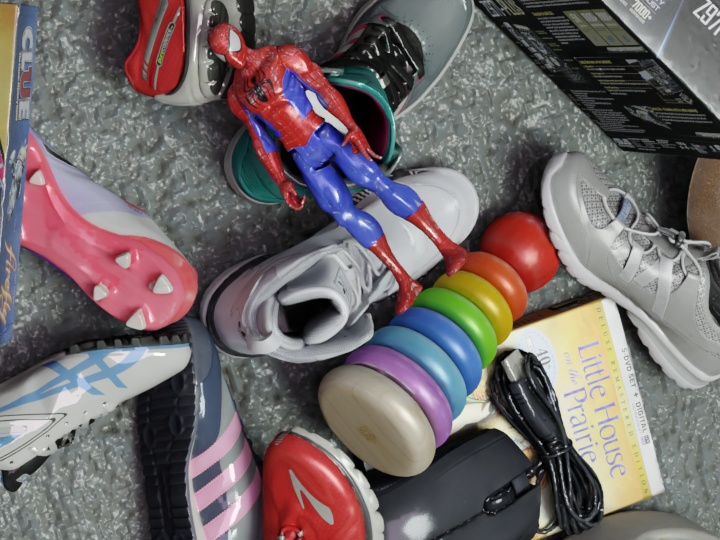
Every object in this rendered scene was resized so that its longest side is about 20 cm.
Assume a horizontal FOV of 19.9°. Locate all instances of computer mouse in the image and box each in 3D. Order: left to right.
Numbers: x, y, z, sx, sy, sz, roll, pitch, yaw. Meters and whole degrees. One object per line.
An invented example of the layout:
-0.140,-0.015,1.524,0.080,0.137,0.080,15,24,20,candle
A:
0.060,0.151,1.320,0.200,0.053,0.139,-28,104,-11,computer mouse

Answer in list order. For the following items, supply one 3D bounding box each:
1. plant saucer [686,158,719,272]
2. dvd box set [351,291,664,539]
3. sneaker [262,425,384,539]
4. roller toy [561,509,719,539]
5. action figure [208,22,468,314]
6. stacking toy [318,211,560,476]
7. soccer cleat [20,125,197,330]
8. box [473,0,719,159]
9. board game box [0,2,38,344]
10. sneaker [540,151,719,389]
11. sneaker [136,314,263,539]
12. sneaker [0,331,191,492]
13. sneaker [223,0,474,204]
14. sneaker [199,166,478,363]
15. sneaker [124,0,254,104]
0.310,-0.064,1.370,0.200,0.032,0.201,-14,125,-22,plant saucer
0.094,0.113,1.369,0.199,0.029,0.147,-18,101,-14,dvd box set
-0.036,0.195,1.260,0.085,0.077,0.201,-30,123,-50,sneaker
0.199,0.262,1.355,0.200,0.140,0.183,-38,108,-8,roller toy
-0.020,-0.066,1.202,0.065,0.052,0.200,-37,98,26,action figure
0.064,0.037,1.310,0.200,0.085,0.085,-46,107,-30,stacking toy
-0.183,-0.039,1.259,0.200,0.076,0.067,40,105,0,soccer cleat
0.178,-0.154,1.276,0.164,0.200,0.086,42,83,-16,box
-0.266,-0.062,1.210,0.135,0.035,0.201,7,95,11,board game box
0.197,-0.011,1.347,0.200,0.082,0.075,44,43,-23,sneaker
-0.091,0.123,1.306,0.082,0.070,0.201,-8,98,-38,sneaker
-0.193,0.089,1.249,0.199,0.072,0.073,-22,89,0,sneaker
0.006,-0.115,1.270,0.200,0.121,0.084,-44,106,-8,sneaker
0.000,0.000,1.284,0.200,0.115,0.075,-29,103,-12,sneaker
-0.113,-0.201,1.246,0.085,0.077,0.201,0,82,21,sneaker
